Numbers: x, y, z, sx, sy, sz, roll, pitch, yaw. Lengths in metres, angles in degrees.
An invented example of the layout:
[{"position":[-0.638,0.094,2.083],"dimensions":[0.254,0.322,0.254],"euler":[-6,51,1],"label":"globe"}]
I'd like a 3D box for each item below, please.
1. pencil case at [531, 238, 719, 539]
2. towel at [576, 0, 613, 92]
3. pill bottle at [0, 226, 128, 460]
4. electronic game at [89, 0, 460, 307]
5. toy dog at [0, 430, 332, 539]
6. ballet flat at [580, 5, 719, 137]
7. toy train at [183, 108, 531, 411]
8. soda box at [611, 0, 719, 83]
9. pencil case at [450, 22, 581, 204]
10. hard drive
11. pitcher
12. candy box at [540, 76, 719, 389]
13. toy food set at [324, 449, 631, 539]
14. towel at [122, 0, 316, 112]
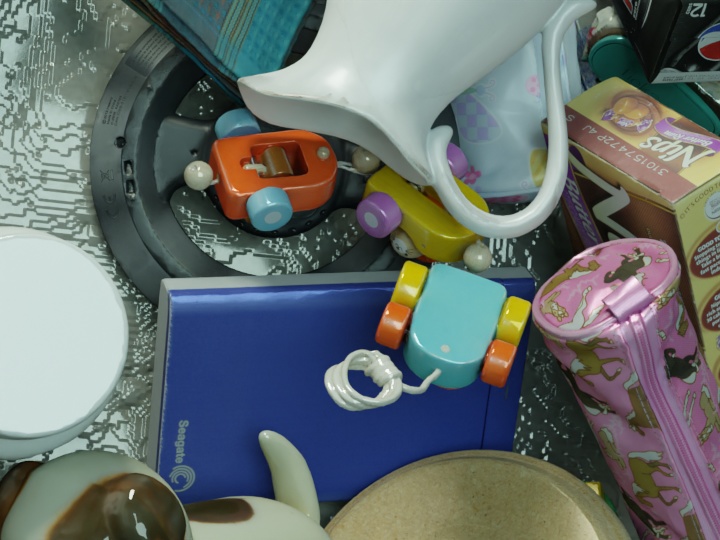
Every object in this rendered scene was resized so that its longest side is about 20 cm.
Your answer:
[{"position":[0.155,0.079,1.313],"dimensions":[0.083,0.086,0.200],"euler":[-48,123,-39],"label":"pencil case"},{"position":[0.189,-0.119,1.487],"dimensions":[0.147,0.024,0.200],"euler":[-25,93,-17],"label":"towel"},{"position":[-0.180,0.038,1.270],"dimensions":[0.114,0.200,0.114],"euler":[2,84,-17],"label":"pill bottle"},{"position":[-0.046,-0.057,1.387],"dimensions":[0.200,0.042,0.200],"euler":[0,92,-1],"label":"electronic game"},{"position":[-0.092,0.159,1.269],"dimensions":[0.200,0.140,0.194],"euler":[34,78,-47],"label":"toy dog"},{"position":[0.206,-0.080,1.445],"dimensions":[0.200,0.076,0.064],"euler":[49,45,-13],"label":"ballet flat"},{"position":[0.000,0.000,1.318],"dimensions":[0.150,0.056,0.200],"euler":[-11,54,-22],"label":"toy train"},{"position":[0.165,-0.193,1.412],"dimensions":[0.071,0.063,0.200],"euler":[-3,48,-17],"label":"soda box"},{"position":[0.082,-0.135,1.416],"dimensions":[0.083,0.091,0.200],"euler":[-6,93,-52],"label":"pencil case"},{"position":[-0.011,0.063,1.379],"dimensions":[0.200,0.025,0.132],"euler":[-2,117,-17],"label":"hard drive"},{"position":[0.059,-0.131,1.310],"dimensions":[0.172,0.121,0.200],"euler":[32,83,-4],"label":"pitcher"},{"position":[0.169,0.007,1.374],"dimensions":[0.056,0.117,0.200],"euler":[-32,129,-17],"label":"candy box"},{"position":[0.058,0.186,1.345],"dimensions":[0.198,0.049,0.200],"euler":[-8,58,14],"label":"toy food set"},{"position":[-0.046,-0.197,1.311],"dimensions":[0.147,0.022,0.200],"euler":[40,71,-53],"label":"towel"}]
